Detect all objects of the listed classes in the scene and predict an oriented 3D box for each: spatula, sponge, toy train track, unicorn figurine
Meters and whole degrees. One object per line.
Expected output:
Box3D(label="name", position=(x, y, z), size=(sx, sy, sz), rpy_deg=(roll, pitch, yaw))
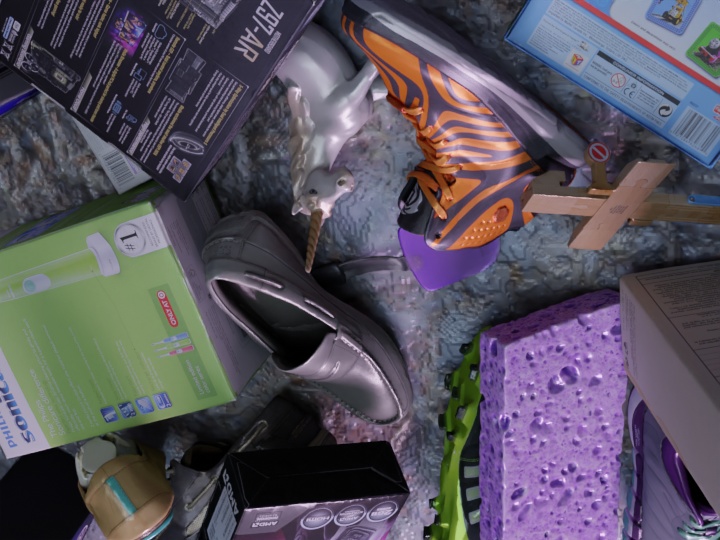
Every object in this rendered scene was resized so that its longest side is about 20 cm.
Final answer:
Box3D(label="spatula", position=(0.000, 0.000, 0.827), size=(0.198, 0.021, 0.057), rpy_deg=(-16, 115, 24))
Box3D(label="sponge", position=(0.130, 0.120, 0.810), size=(0.030, 0.111, 0.202), rpy_deg=(28, 127, 51))
Box3D(label="toy train track", position=(0.194, -0.048, 0.731), size=(0.198, 0.033, 0.115), rpy_deg=(4, 156, -11))
Box3D(label="unicorn figurine", position=(-0.022, -0.125, 0.759), size=(0.137, 0.074, 0.201), rpy_deg=(-34, 86, 24))

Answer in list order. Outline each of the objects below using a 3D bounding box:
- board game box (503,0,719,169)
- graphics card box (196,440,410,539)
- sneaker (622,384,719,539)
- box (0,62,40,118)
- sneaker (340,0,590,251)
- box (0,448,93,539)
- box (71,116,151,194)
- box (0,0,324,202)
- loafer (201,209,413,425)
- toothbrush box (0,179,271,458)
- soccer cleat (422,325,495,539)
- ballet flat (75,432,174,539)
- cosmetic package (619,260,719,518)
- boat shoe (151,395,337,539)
Box3D(label="board game box", position=(0.199, -0.182, 0.694), size=(0.151, 0.037, 0.201), rpy_deg=(31, 117, -2))
Box3D(label="graphics card box", position=(-0.055, 0.204, 0.860), size=(0.124, 0.051, 0.201), rpy_deg=(1, 133, -26))
Box3D(label="sneaker", position=(0.220, 0.169, 0.806), size=(0.074, 0.088, 0.202), rpy_deg=(-14, 111, -4))
Box3D(label="box", position=(-0.343, -0.146, 0.798), size=(0.199, 0.105, 0.185), rpy_deg=(-28, 104, 23))
Box3D(label="sneaker", position=(0.046, -0.075, 0.711), size=(0.199, 0.078, 0.112), rpy_deg=(31, 107, -33))
Box3D(label="box", position=(-0.286, 0.254, 0.939), size=(0.078, 0.141, 0.201), rpy_deg=(28, 117, -3))
Box3D(label="box", position=(-0.190, -0.148, 0.798), size=(0.041, 0.039, 0.201), rpy_deg=(-25, 106, 20))
Box3D(label="box", position=(-0.120, -0.151, 0.694), size=(0.160, 0.044, 0.200), rpy_deg=(37, 139, -5))
Box3D(label="loafer", position=(-0.036, 0.046, 0.812), size=(0.070, 0.070, 0.200), rpy_deg=(-27, 122, 32))
Box3D(label="toothbrush box", position=(-0.182, 0.031, 0.840), size=(0.198, 0.086, 0.147), rpy_deg=(-17, 105, 21))
Box3D(label="soccer cleat", position=(0.095, 0.129, 0.846), size=(0.080, 0.068, 0.202), rpy_deg=(3, 116, -8))
Box3D(label="ballet flat", position=(-0.171, 0.142, 0.853), size=(0.069, 0.200, 0.063), rpy_deg=(-39, 100, -16))
Box3D(label="cosmetic package", position=(0.226, 0.063, 0.695), size=(0.102, 0.200, 0.074), rpy_deg=(-8, 113, 0))
Box3D(label="boat shoe", position=(-0.108, 0.161, 0.904), size=(0.199, 0.074, 0.074), rpy_deg=(-38, 91, 15))
